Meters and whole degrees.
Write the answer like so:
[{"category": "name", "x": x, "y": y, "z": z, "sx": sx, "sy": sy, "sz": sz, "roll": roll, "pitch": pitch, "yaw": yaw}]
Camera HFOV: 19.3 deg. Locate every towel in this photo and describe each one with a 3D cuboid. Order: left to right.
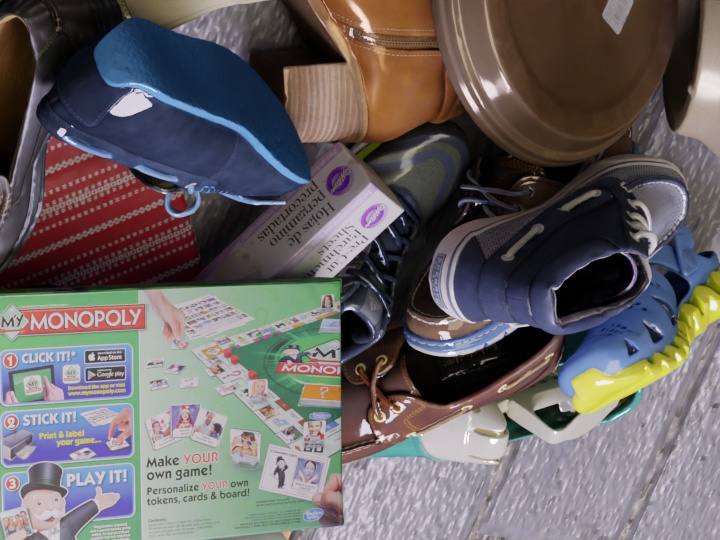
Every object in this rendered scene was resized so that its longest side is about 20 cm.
[{"category": "towel", "x": -0.165, "y": -0.032, "z": 1.141, "sx": 0.144, "sy": 0.022, "sz": 0.201, "roll": -23, "pitch": 123, "yaw": -18}]

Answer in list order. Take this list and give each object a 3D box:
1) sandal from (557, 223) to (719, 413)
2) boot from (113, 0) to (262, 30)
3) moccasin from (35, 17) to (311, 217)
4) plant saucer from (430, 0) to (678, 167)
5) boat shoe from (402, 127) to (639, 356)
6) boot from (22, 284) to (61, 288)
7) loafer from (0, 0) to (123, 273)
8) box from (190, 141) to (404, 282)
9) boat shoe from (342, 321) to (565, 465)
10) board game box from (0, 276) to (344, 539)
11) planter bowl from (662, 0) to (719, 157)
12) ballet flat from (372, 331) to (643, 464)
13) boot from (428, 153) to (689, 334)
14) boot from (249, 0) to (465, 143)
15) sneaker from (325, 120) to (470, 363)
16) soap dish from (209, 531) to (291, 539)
[{"category": "sandal", "x": 0.163, "y": 0.020, "z": 1.282, "sx": 0.079, "sy": 0.200, "sz": 0.087, "roll": -30, "pitch": 95, "yaw": 32}, {"category": "boot", "x": -0.082, "y": -0.211, "z": 1.059, "sx": 0.155, "sy": 0.201, "sz": 0.073, "roll": -18, "pitch": 157, "yaw": 26}, {"category": "moccasin", "x": -0.093, "y": -0.076, "z": 1.048, "sx": 0.068, "sy": 0.081, "sz": 0.200, "roll": -31, "pitch": 155, "yaw": 17}, {"category": "plant saucer", "x": 0.116, "y": -0.158, "z": 1.184, "sx": 0.200, "sy": 0.029, "sz": 0.201, "roll": -2, "pitch": 93, "yaw": -45}, {"category": "boat shoe", "x": 0.087, "y": -0.034, "z": 1.232, "sx": 0.200, "sy": 0.072, "sz": 0.073, "roll": -47, "pitch": 138, "yaw": -30}, {"category": "boot", "x": -0.229, "y": 0.091, "z": 1.118, "sx": 0.199, "sy": 0.075, "sz": 0.097, "roll": -23, "pitch": 119, "yaw": -2}, {"category": "loafer", "x": -0.190, "y": -0.059, "z": 1.033, "sx": 0.200, "sy": 0.073, "sz": 0.072, "roll": -62, "pitch": 168, "yaw": 22}, {"category": "box", "x": -0.065, "y": 0.015, "z": 1.172, "sx": 0.200, "sy": 0.039, "sz": 0.041, "roll": -43, "pitch": 144, "yaw": 7}, {"category": "boat shoe", "x": 0.025, "y": 0.062, "z": 1.240, "sx": 0.199, "sy": 0.070, "sz": 0.071, "roll": -23, "pitch": 85, "yaw": -6}, {"category": "board game box", "x": -0.102, "y": 0.074, "z": 1.102, "sx": 0.199, "sy": 0.029, "sz": 0.135, "roll": -2, "pitch": 93, "yaw": -28}, {"category": "planter bowl", "x": 0.251, "y": -0.135, "z": 1.236, "sx": 0.134, "sy": 0.200, "sz": 0.201, "roll": 4, "pitch": 113, "yaw": -4}, {"category": "ballet flat", "x": 0.090, "y": 0.083, "z": 1.308, "sx": 0.199, "sy": 0.070, "sz": 0.068, "roll": -15, "pitch": 126, "yaw": -22}, {"category": "boot", "x": 0.138, "y": -0.010, "z": 1.174, "sx": 0.200, "sy": 0.090, "sz": 0.073, "roll": -24, "pitch": 117, "yaw": -37}, {"category": "boot", "x": 0.021, "y": -0.165, "z": 1.149, "sx": 0.155, "sy": 0.077, "sz": 0.201, "roll": -11, "pitch": 112, "yaw": -29}, {"category": "sneaker", "x": 0.000, "y": 0.000, "z": 1.211, "sx": 0.074, "sy": 0.081, "sz": 0.200, "roll": 38, "pitch": 90, "yaw": -37}, {"category": "soap dish", "x": -0.133, "y": 0.192, "z": 1.201, "sx": 0.157, "sy": 0.081, "sz": 0.200, "roll": -4, "pitch": 134, "yaw": -27}]
